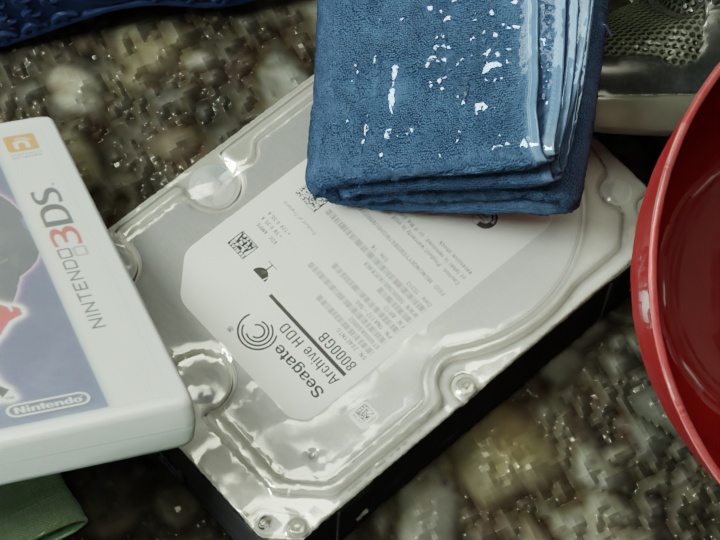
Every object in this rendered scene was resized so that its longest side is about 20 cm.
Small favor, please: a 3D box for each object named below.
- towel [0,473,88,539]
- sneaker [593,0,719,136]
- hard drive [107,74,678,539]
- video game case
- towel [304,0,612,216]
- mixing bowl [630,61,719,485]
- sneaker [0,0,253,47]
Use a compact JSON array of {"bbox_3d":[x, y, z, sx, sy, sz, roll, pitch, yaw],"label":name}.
[{"bbox_3d":[-0.211,0.043,0.780,0.152,0.023,0.200,-27,67,-16],"label":"towel"},{"bbox_3d":[0.145,-0.116,0.807,0.198,0.115,0.076,-15,26,-19],"label":"sneaker"},{"bbox_3d":[0.000,0.000,0.802,0.200,0.038,0.140,-38,70,-18],"label":"hard drive"},{"bbox_3d":[-0.175,0.015,0.725,0.199,0.023,0.182,-11,37,-18],"label":"video game case"},{"bbox_3d":[0.035,-0.121,0.772,0.111,0.048,0.201,-1,78,31],"label":"towel"},{"bbox_3d":[0.169,0.004,0.748,0.199,0.108,0.202,1,88,-17],"label":"mixing bowl"},{"bbox_3d":[-0.094,-0.142,0.844,0.199,0.070,0.078,-11,69,0],"label":"sneaker"}]
